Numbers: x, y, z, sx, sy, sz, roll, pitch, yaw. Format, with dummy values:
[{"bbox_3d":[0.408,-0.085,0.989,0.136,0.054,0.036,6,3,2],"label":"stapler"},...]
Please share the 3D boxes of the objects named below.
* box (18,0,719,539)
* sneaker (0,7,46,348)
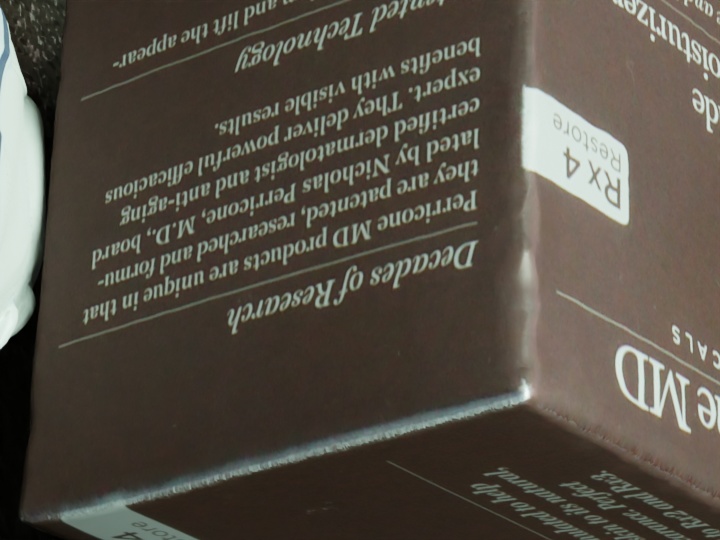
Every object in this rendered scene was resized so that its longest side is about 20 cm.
[{"bbox_3d":[0.026,-0.014,0.795,0.166,0.164,0.201,29,53,-46],"label":"box"},{"bbox_3d":[-0.113,-0.002,0.760,0.071,0.073,0.200,56,26,-36],"label":"sneaker"}]
